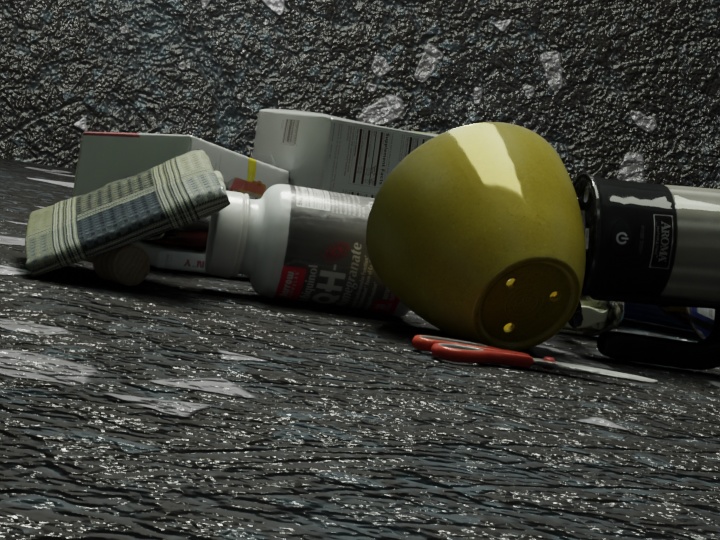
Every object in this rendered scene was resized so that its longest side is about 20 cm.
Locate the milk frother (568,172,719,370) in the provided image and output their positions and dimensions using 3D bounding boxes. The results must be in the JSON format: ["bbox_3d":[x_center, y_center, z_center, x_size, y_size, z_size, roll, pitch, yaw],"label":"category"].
[{"bbox_3d":[0.283,-0.011,1.596,0.188,0.181,0.200,5,18,-9],"label":"milk frother"}]

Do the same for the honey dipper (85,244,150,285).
[{"bbox_3d":[-0.260,-0.017,1.556,0.038,0.038,0.200,6,4,-36],"label":"honey dipper"}]

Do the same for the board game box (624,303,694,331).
[{"bbox_3d":[0.366,0.020,1.957,0.200,0.045,0.134,11,-23,18],"label":"board game box"}]

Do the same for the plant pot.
[{"bbox_3d":[0.122,-0.010,1.471,0.200,0.200,0.142,7,31,-27],"label":"plant pot"}]

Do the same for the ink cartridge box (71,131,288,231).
[{"bbox_3d":[-0.189,-0.088,1.773,0.145,0.084,0.200,4,-7,29],"label":"ink cartridge box"}]

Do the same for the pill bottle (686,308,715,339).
[{"bbox_3d":[0.415,0.042,1.720,0.112,0.112,0.200,9,5,-5],"label":"pill bottle"}]

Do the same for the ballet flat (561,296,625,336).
[{"bbox_3d":[0.179,0.029,1.713,0.200,0.072,0.072,8,5,-3],"label":"ballet flat"}]

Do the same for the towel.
[{"bbox_3d":[-0.217,-0.052,1.535,0.192,0.035,0.200,-21,18,-4],"label":"towel"}]

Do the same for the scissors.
[{"bbox_3d":[0.143,0.073,1.377,0.200,0.014,0.073,7,3,-12],"label":"scissors"}]

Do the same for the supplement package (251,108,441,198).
[{"bbox_3d":[0.001,-0.096,1.888,0.200,0.147,0.191,7,5,-29],"label":"supplement package"}]

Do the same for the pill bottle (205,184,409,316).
[{"bbox_3d":[-0.044,-0.023,1.587,0.200,0.111,0.111,8,5,-10],"label":"pill bottle"}]

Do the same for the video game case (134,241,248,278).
[{"bbox_3d":[-0.173,-0.015,1.811,0.182,0.023,0.200,7,4,-28],"label":"video game case"}]

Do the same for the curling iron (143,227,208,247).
[{"bbox_3d":[-0.138,-0.030,1.727,0.200,0.026,0.050,7,-3,-8],"label":"curling iron"}]
